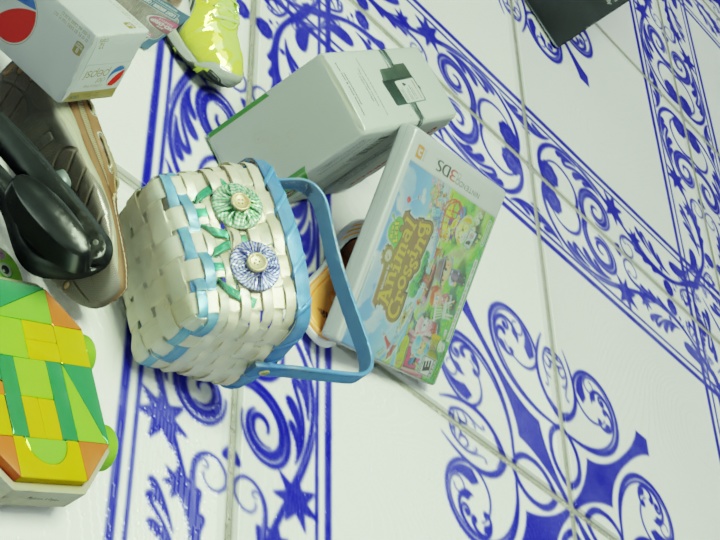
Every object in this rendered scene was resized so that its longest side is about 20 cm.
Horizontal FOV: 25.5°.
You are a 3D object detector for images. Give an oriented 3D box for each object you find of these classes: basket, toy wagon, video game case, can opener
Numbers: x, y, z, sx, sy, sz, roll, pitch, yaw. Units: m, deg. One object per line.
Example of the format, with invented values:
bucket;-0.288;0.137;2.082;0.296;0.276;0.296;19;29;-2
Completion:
basket;-0.085;0.006;1.233;0.199;0.139;0.177;3;60;-46
toy wagon;-0.235;0.057;1.052;0.155;0.039;0.201;15;52;-53
video game case;0.053;-0.010;1.451;0.182;0.022;0.201;28;82;-54
can opener;-0.244;-0.072;1.105;0.063;0.079;0.200;-31;73;-37

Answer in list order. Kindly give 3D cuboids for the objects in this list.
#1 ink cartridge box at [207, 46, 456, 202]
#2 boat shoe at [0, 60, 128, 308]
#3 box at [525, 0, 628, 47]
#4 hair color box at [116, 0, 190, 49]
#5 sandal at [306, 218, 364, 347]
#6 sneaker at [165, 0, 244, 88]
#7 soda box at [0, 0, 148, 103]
ink cartridge box;-0.022;-0.132;1.458;0.083;0.146;0.200;61;27;6
boat shoe;-0.207;-0.067;1.177;0.072;0.075;0.201;7;60;-58
box;0.351;-0.438;2.279;0.118;0.199;0.197;55;29;-6
hair color box;-0.212;-0.304;1.399;0.100;0.060;0.201;26;44;-46
sandal;0.005;0.007;1.461;0.079;0.059;0.207;54;29;-11
sneaker;-0.143;-0.262;1.453;0.075;0.076;0.201;7;60;-58
soda box;-0.254;-0.209;1.168;0.200;0.064;0.068;41;26;15
